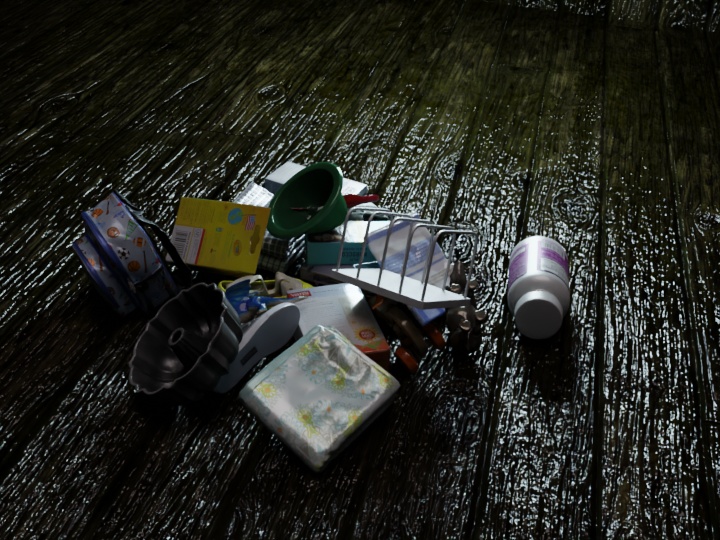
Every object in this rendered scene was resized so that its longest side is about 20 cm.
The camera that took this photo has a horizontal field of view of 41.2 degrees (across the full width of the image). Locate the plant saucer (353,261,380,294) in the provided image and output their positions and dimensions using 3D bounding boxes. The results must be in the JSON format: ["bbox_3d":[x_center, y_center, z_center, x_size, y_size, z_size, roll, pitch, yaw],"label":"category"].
[{"bbox_3d":[0.079,0.007,1.757,0.197,0.019,0.070,-8,46,-36],"label":"plant saucer"}]

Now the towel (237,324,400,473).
[{"bbox_3d":[-0.059,0.184,1.441,0.170,0.049,0.199,36,54,22],"label":"towel"}]

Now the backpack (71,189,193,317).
[{"bbox_3d":[-0.411,-0.031,1.662,0.153,0.193,0.199,-34,46,-23],"label":"backpack"}]

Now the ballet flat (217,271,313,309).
[{"bbox_3d":[-0.162,0.037,1.698,0.196,0.068,0.067,-5,35,-14],"label":"ballet flat"}]

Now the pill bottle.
[{"bbox_3d":[0.319,0.033,1.718,0.110,0.114,0.201,8,32,7],"label":"pill bottle"}]

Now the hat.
[{"bbox_3d":[-0.054,-0.090,1.804,0.199,0.176,0.166,-39,40,4],"label":"hat"}]

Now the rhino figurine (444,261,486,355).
[{"bbox_3d":[0.174,0.059,1.661,0.059,0.088,0.202,0,43,-5],"label":"rhino figurine"}]

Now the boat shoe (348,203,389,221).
[{"bbox_3d":[-0.020,-0.097,1.903,0.198,0.072,0.063,-14,38,-44],"label":"boat shoe"}]

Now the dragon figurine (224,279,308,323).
[{"bbox_3d":[-0.194,0.055,1.619,0.198,0.059,0.100,-30,58,5],"label":"dragon figurine"}]

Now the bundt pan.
[{"bbox_3d":[-0.261,0.123,1.479,0.200,0.076,0.204,-26,39,23],"label":"bundt pan"}]

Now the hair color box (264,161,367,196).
[{"bbox_3d":[-0.095,-0.162,2.024,0.197,0.062,0.099,18,35,22],"label":"hair color box"}]

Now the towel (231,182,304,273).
[{"bbox_3d":[-0.183,-0.086,1.871,0.163,0.087,0.201,13,33,12],"label":"towel"}]

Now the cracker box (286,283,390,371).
[{"bbox_3d":[-0.042,0.103,1.617,0.131,0.059,0.201,-7,35,-14],"label":"cracker box"}]

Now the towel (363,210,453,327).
[{"bbox_3d":[0.106,-0.007,1.742,0.146,0.024,0.202,-24,75,-39],"label":"towel"}]

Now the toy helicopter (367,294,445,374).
[{"bbox_3d":[0.052,0.079,1.617,0.079,0.133,0.200,-40,24,-7],"label":"toy helicopter"}]

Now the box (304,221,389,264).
[{"bbox_3d":[-0.007,-0.054,1.815,0.196,0.050,0.083,-1,32,-7],"label":"box"}]

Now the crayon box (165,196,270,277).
[{"bbox_3d":[-0.252,-0.058,1.755,0.197,0.129,0.051,9,-11,26],"label":"crayon box"}]

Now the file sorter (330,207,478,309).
[{"bbox_3d":[0.075,-0.024,1.583,0.198,0.127,0.138,18,11,38],"label":"file sorter"}]

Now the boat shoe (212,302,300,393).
[{"bbox_3d":[-0.184,0.117,1.550,0.066,0.071,0.200,23,58,41],"label":"boat shoe"}]

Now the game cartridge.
[{"bbox_3d":[0.000,0.000,1.808,0.197,0.039,0.130,15,30,17],"label":"game cartridge"}]
